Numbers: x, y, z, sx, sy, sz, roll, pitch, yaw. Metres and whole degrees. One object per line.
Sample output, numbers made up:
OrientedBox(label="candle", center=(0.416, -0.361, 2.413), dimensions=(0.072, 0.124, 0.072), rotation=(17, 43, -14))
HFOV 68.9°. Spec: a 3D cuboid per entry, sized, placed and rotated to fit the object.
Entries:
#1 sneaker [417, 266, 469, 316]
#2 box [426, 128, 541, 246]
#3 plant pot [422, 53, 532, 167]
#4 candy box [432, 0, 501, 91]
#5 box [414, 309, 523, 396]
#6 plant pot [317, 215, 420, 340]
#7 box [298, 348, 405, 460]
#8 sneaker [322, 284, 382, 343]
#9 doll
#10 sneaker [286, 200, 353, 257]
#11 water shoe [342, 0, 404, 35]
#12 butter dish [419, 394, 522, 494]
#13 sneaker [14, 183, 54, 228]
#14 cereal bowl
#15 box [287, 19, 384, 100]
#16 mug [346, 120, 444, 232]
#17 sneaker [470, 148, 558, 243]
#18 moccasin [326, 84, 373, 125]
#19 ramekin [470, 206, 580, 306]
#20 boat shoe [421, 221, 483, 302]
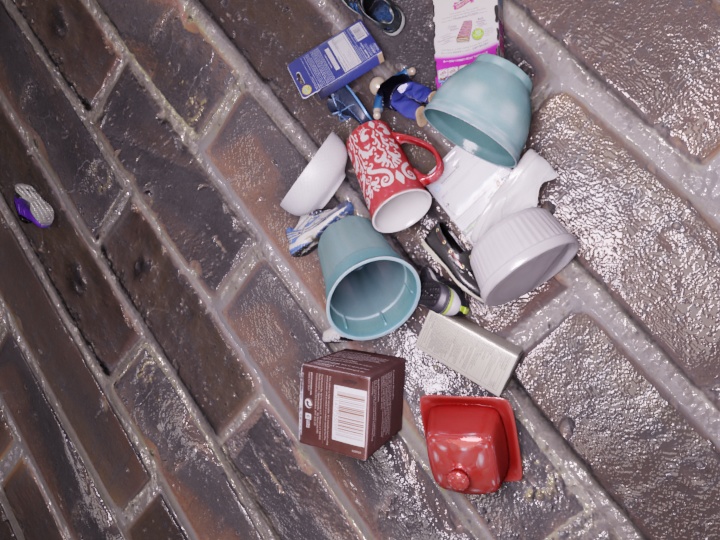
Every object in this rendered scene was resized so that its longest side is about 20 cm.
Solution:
OrientedBox(label="sneaker", center=(0.164, 0.053, 1.057), dimensions=(0.081, 0.200, 0.073), rotation=(20, 102, -13))
OrientedBox(label="box", center=(0.242, -0.161, 1.068), dimensions=(0.156, 0.041, 0.202), rotation=(-43, 75, 21))
OrientedBox(label="plant pot", center=(0.229, -0.298, 0.949), dimensions=(0.198, 0.199, 0.137), rotation=(33, 96, 21))
OrientedBox(label="candy box", center=(0.219, -0.450, 1.056), dimensions=(0.133, 0.061, 0.207), rotation=(-1, 93, 27))
OrientedBox(label="box", center=(0.221, 0.158, 1.070), dimensions=(0.197, 0.077, 0.097), rotation=(30, 105, 22))
OrientedBox(label="plant pot", center=(0.000, 0.000, 1.090), dimensions=(0.201, 0.197, 0.198), rotation=(-50, 37, 19))
OrientedBox(label="box", center=(-0.014, 0.276, 1.125), dimensions=(0.160, 0.199, 0.172), rotation=(4, 94, 26))
OrientedBox(label="sneaker", center=(-0.005, 0.104, 1.192), dimensions=(0.197, 0.075, 0.083), rotation=(-29, 70, 18))
OrientedBox(label="doll", center=(0.078, -0.366, 1.102), dimensions=(0.137, 0.048, 0.200), rotation=(-47, 47, 1))
OrientedBox(label="sneaker", center=(-0.104, -0.115, 1.226), dimensions=(0.197, 0.076, 0.087), rotation=(-32, 74, 23))
OrientedBox(label="water shoe", center=(0.016, -0.593, 1.143), dimensions=(0.199, 0.078, 0.072), rotation=(42, 108, 19))
OrientedBox(label="butter dish", center=(0.204, 0.365, 1.029), dimensions=(0.194, 0.148, 0.206), rotation=(-4, 112, 27))
OrientedBox(label="sneaker", center=(-1.073, -0.187, 1.719), dimensions=(0.200, 0.069, 0.101), rotation=(45, 116, 22))
OrientedBox(label="cereal bowl", center=(-0.091, -0.201, 1.165), dimensions=(0.083, 0.201, 0.201), rotation=(36, 110, -12))
OrientedBox(label="box", center=(-0.057, -0.459, 1.160), dimensions=(0.196, 0.033, 0.123), rotation=(-29, 62, 3))
OrientedBox(label="mug", center=(0.070, -0.207, 1.102), dimensions=(0.173, 0.135, 0.204), rotation=(-18, 63, -11))
OrientedBox(label="sneaker", center=(0.289, -0.121, 0.990), dimensions=(0.088, 0.075, 0.202), rotation=(38, 105, 7))
OrientedBox(label="moccasin", center=(-0.045, -0.382, 1.189), dimensions=(0.068, 0.080, 0.201), rotation=(-42, 61, 7))
OrientedBox(label="ramekin", center=(0.293, -0.029, 0.968), dimensions=(0.201, 0.200, 0.096), rotation=(-38, 63, 22))
OrientedBox(label="boat shoe", center=(0.210, -0.015, 1.071), dimensions=(0.202, 0.073, 0.064), rotation=(49, 119, 21))
